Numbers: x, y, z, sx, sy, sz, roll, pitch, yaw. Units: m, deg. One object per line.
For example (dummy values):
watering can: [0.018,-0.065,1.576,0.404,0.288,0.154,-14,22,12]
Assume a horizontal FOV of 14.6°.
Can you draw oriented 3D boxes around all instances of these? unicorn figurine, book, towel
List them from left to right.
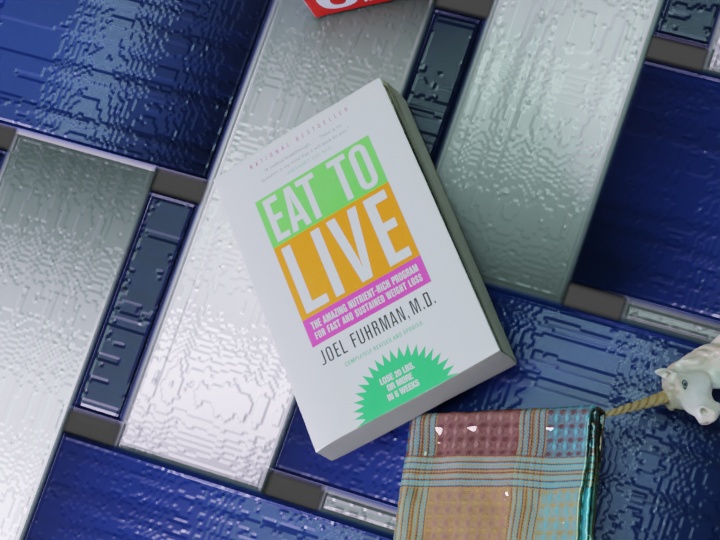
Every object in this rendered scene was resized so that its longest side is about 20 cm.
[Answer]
book: [0.000,0.000,1.743,0.133,0.048,0.201,-29,64,12]
towel: [0.074,0.180,1.658,0.146,0.022,0.201,-5,71,37]
unicorn figurine: [0.261,0.045,1.643,0.137,0.074,0.201,35,93,31]

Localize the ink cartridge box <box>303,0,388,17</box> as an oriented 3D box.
ink cartridge box: [0.037,-0.244,1.740,0.199,0.176,0.084,-11,71,13]
